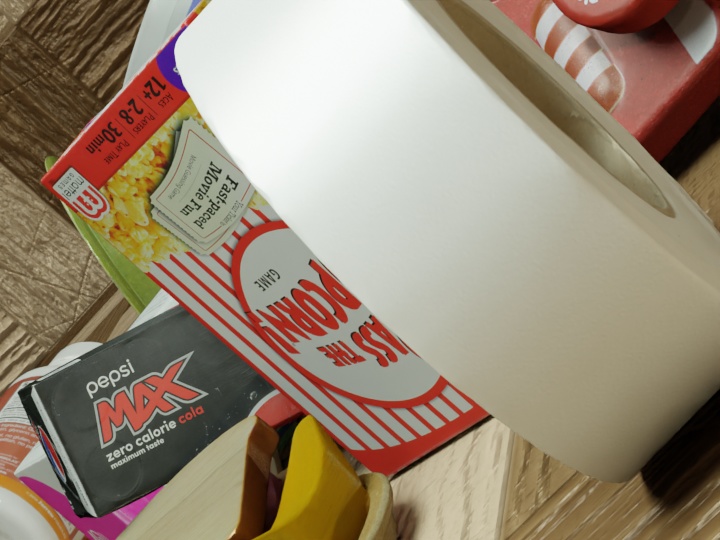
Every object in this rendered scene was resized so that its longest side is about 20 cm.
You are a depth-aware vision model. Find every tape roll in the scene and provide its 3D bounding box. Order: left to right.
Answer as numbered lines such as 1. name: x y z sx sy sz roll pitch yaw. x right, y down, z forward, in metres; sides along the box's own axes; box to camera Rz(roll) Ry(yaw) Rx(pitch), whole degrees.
1. tape roll: 0.038 -0.029 0.745 0.071 0.202 0.203 -47 8 11

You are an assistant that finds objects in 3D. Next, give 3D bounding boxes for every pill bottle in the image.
1. pill bottle: -0.220 0.139 1.660 0.112 0.112 0.200 -43 10 37

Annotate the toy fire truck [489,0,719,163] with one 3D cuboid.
1. toy fire truck: 0.083 -0.123 1.022 0.112 0.201 0.168 6 -47 -47

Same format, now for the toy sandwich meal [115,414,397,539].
1. toy sandwich meal: -0.062 0.138 0.959 0.205 0.070 0.205 -48 8 9

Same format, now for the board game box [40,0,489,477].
1. board game box: -0.018 -0.015 0.974 0.046 0.200 0.151 -54 9 -36

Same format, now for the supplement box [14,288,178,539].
1. supplement box: -0.090 0.065 1.343 0.200 0.101 0.103 -52 8 -22

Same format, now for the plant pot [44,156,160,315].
1. plant pot: -0.110 -0.059 1.841 0.189 0.201 0.200 -35 9 3

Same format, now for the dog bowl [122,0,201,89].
1. dog bowl: -0.064 -0.147 1.366 0.200 0.078 0.201 23 -90 -87

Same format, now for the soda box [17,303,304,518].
1. soda box: -0.052 0.039 1.086 0.199 0.071 0.063 -27 1 -15

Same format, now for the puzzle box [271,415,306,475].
1. puzzle box: 0.000 0.000 1.214 0.200 0.025 0.133 -52 -22 -21
